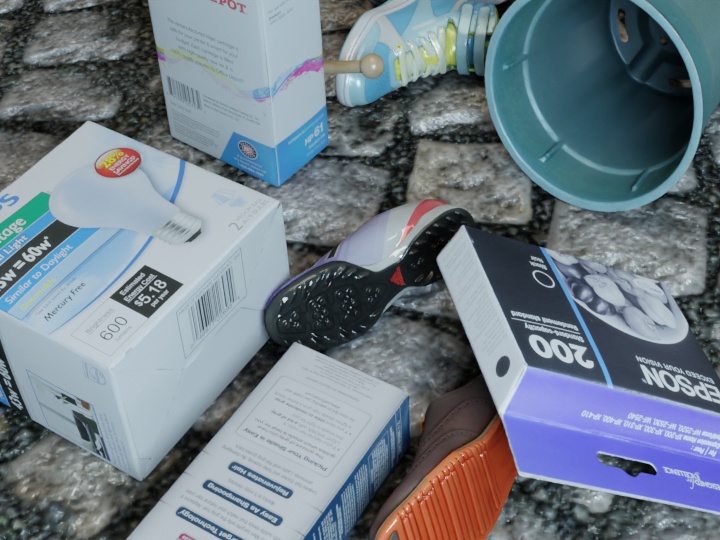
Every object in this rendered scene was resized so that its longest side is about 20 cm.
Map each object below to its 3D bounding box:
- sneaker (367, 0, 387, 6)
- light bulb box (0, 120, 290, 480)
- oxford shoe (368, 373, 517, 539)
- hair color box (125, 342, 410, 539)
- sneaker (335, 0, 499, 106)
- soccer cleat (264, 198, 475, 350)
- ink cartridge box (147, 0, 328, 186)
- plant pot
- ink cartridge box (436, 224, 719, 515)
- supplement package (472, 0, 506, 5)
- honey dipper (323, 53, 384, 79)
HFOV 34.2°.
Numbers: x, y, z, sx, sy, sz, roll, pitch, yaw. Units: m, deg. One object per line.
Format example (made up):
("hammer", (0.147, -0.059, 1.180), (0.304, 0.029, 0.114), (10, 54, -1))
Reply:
("sneaker", (0.039, -0.345, 1.299), (0.094, 0.080, 0.200), (5, 36, 31))
("light bulb box", (-0.187, 0.014, 0.880), (0.198, 0.126, 0.199), (22, 49, 24))
("oxford shoe", (0.063, 0.131, 0.792), (0.072, 0.072, 0.199), (12, 36, 41))
("hair color box", (-0.056, 0.148, 0.775), (0.099, 0.061, 0.200), (21, 48, 24))
("sneaker", (0.069, -0.214, 1.140), (0.129, 0.080, 0.200), (20, 49, 25))
("soccer cleat", (0.000, 0.000, 0.935), (0.198, 0.069, 0.073), (-30, 30, -24))
("ink cartridge box", (-0.109, -0.199, 1.045), (0.143, 0.202, 0.085), (26, 50, 28))
("plant pot", (0.242, -0.187, 1.027), (0.198, 0.203, 0.196), (25, 42, 27))
("ink cartridge box", (0.164, 0.066, 0.799), (0.195, 0.044, 0.202), (15, 37, -27))
("supplement package", (0.129, -0.387, 1.207), (0.119, 0.203, 0.121), (-26, 19, -23))
("honey dipper", (-0.056, -0.189, 1.107), (0.198, 0.038, 0.038), (9, 41, 40))
